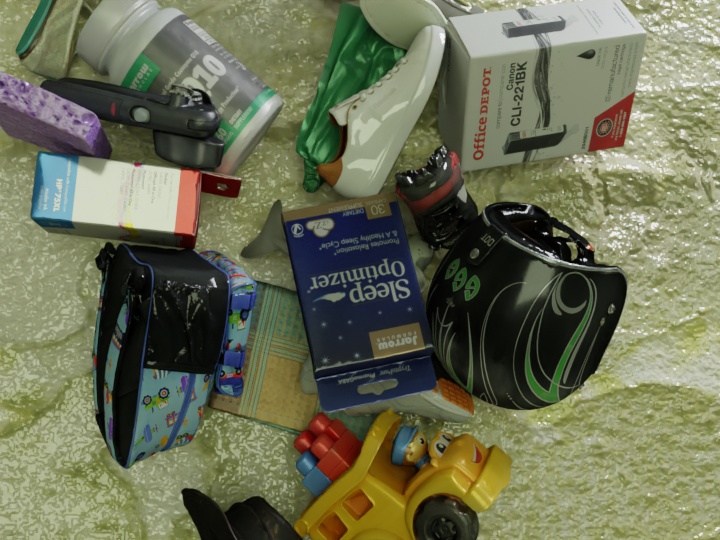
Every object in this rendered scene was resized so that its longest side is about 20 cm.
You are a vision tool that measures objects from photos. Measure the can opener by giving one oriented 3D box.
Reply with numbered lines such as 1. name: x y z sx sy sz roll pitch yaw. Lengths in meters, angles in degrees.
1. can opener: -0.222 -0.154 0.974 0.197 0.063 0.080 17 101 12

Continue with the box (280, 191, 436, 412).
1. box: -0.001 0.027 0.988 0.119 0.032 0.204 -11 71 -8

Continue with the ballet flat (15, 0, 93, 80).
1. ballet flat: -0.299 -0.296 1.072 0.062 0.067 0.203 27 84 -34

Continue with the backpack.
1. backpack: -0.191 0.086 0.992 0.132 0.182 0.204 5 98 -26

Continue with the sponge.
1. sponge: -0.302 -0.142 0.977 0.110 0.200 0.030 22 84 -8

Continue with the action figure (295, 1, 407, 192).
1. action figure: -0.016 -0.175 1.103 0.117 0.055 0.203 28 77 -8

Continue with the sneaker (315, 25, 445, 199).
1. sneaker: 0.019 -0.173 1.043 0.084 0.073 0.203 27 87 -10

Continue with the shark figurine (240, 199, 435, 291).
1. shark figurine: -0.015 0.007 1.065 0.210 0.129 0.091 6 127 -17

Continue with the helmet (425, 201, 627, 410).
1. helmet: 0.162 0.047 1.040 0.196 0.201 0.193 17 113 -8

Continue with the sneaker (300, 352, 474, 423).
1. sneaker: 0.026 0.120 1.061 0.198 0.076 0.092 26 121 -20

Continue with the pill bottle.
1. pill bottle: -0.187 -0.195 1.046 0.199 0.113 0.114 39 80 -4

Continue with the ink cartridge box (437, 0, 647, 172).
1. ink cartridge box: 0.190 -0.200 1.089 0.196 0.146 0.084 -9 43 -9

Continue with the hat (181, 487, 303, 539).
1. hat: -0.094 0.283 0.993 0.080 0.200 0.203 -29 90 -27

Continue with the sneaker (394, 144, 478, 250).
1. sneaker: 0.082 -0.070 1.038 0.070 0.200 0.099 -28 91 5

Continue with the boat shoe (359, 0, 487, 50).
1. boat shoe: 0.079 -0.273 1.096 0.199 0.072 0.061 20 58 -35

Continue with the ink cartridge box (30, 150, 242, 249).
1. ink cartridge box: -0.222 -0.066 1.026 0.196 0.116 0.069 6 84 -9

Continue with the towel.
1. towel: -0.051 0.103 1.089 0.196 0.022 0.149 16 82 -6

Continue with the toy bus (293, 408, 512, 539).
1. toy bus: 0.026 0.210 1.011 0.192 0.136 0.200 47 113 5
